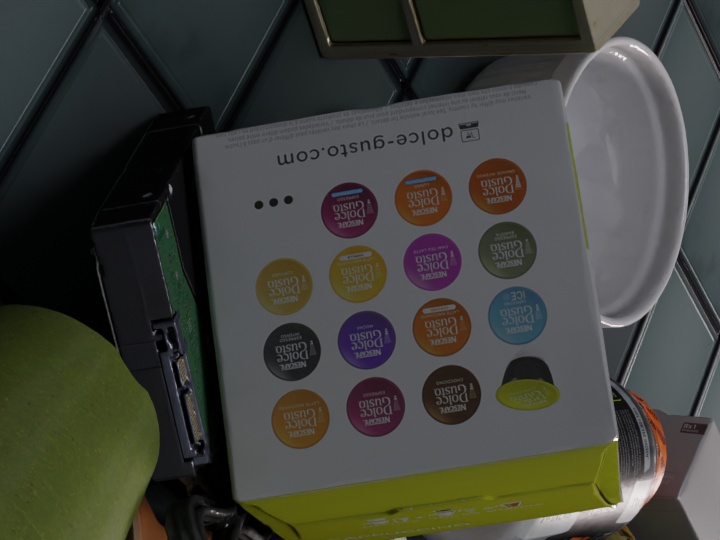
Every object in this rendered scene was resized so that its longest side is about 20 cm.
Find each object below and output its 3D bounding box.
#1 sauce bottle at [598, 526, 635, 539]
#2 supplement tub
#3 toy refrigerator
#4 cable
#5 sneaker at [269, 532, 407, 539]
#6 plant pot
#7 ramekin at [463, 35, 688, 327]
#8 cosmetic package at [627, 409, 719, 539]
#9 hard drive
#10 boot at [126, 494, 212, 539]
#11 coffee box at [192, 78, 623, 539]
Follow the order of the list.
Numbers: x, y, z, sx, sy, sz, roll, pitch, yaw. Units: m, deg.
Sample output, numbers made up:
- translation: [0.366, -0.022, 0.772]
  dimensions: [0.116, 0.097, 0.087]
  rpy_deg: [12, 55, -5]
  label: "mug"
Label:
- translation: [0.179, 0.223, 1.466]
  dimensions: [0.200, 0.064, 0.065]
  rpy_deg: [-114, -166, -74]
  label: "sauce bottle"
- translation: [0.123, 0.130, 1.426]
  dimensions: [0.199, 0.122, 0.124]
  rpy_deg: [1, 91, -54]
  label: "supplement tub"
- translation: [0.059, -0.175, 1.251]
  dimensions: [0.070, 0.199, 0.076]
  rpy_deg: [-46, 128, -42]
  label: "toy refrigerator"
- translation: [-0.083, 0.131, 1.112]
  dimensions: [0.200, 0.050, 0.098]
  rpy_deg: [-80, 153, -68]
  label: "cable"
- translation: [-0.016, 0.172, 1.280]
  dimensions: [0.088, 0.080, 0.202]
  rpy_deg: [-26, 108, -44]
  label: "sneaker"
- translation: [-0.183, 0.116, 0.962]
  dimensions: [0.190, 0.198, 0.202]
  rpy_deg: [-55, 134, -53]
  label: "plant pot"
- translation: [0.140, -0.063, 1.454]
  dimensions: [0.199, 0.104, 0.202]
  rpy_deg: [-6, 97, -54]
  label: "ramekin"
- translation: [0.245, 0.204, 1.617]
  dimensions: [0.201, 0.106, 0.091]
  rpy_deg: [57, 48, -37]
  label: "cosmetic package"
- translation: [-0.096, 0.007, 1.108]
  dimensions: [0.200, 0.037, 0.141]
  rpy_deg: [-80, 160, -69]
  label: "hard drive"
- translation: [-0.110, 0.162, 1.157]
  dimensions: [0.154, 0.073, 0.202]
  rpy_deg: [-25, 109, -60]
  label: "boot"
- translation: [0.033, 0.034, 1.138]
  dimensions: [0.200, 0.198, 0.200]
  rpy_deg: [64, 18, -73]
  label: "coffee box"
